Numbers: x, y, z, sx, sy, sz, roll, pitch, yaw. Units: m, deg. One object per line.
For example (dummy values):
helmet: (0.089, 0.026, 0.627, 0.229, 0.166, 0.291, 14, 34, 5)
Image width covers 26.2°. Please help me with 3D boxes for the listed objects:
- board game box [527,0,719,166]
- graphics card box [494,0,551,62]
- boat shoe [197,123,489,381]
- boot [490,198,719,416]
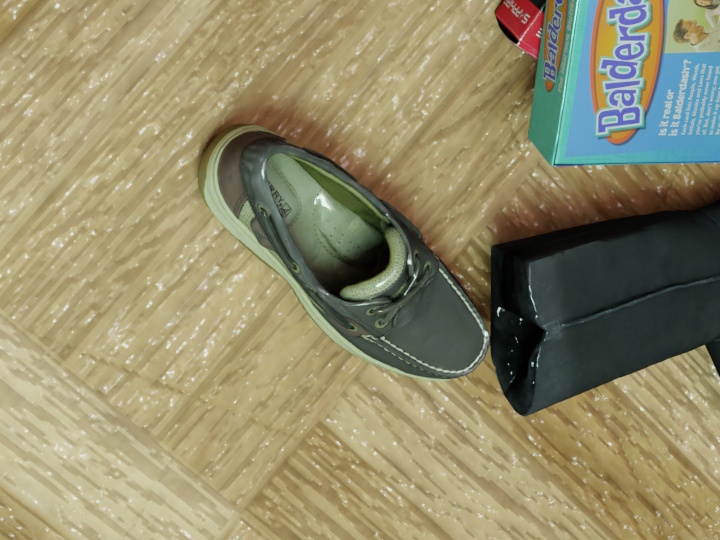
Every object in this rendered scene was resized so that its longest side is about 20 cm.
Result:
board game box: (0.196, -0.133, 0.814, 0.199, 0.045, 0.153, -1, 117, -14)
graphics card box: (0.180, -0.181, 0.840, 0.125, 0.051, 0.200, 28, 108, -25)
boat shoe: (0.000, -0.001, 0.820, 0.201, 0.066, 0.072, 42, 81, -26)
boot: (0.170, 0.047, 0.886, 0.199, 0.066, 0.166, -14, 95, -33)
